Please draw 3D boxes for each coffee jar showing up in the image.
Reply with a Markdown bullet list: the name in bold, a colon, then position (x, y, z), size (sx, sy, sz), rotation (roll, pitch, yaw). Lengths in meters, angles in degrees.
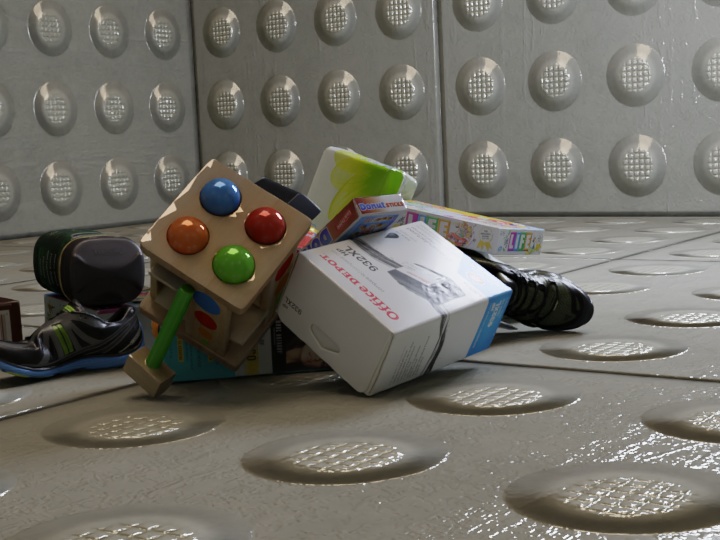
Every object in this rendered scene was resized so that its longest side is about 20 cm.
- **coffee jar**: position (-0.343, -0.005, 1.549), size (0.104, 0.086, 0.200), rotation (-3, 6, -26)

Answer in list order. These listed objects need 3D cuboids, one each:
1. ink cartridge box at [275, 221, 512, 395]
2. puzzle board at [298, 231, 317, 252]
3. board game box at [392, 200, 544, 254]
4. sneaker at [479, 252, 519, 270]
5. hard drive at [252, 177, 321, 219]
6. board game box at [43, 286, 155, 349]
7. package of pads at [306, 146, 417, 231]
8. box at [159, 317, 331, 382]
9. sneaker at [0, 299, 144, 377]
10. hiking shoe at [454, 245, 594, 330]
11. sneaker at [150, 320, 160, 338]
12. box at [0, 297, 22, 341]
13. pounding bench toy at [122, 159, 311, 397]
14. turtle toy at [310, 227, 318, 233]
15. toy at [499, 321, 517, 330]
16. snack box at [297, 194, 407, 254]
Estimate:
- **ink cartridge box**: position (0.037, 0.033, 1.276), size (0.145, 0.084, 0.200), rotation (40, 35, 28)
- **puzzle board**: position (-0.083, 0.011, 1.457), size (0.199, 0.151, 0.017), rotation (13, -35, -5)
- **board game box**: position (0.118, -0.057, 1.582), size (0.199, 0.034, 0.134), rotation (15, 9, 31)
- **sneaker**: position (0.189, 0.015, 1.631), size (0.087, 0.075, 0.200), rotation (11, -3, 32)
- **hard drive**: position (-0.160, -0.040, 1.552), size (0.200, 0.042, 0.135), rotation (-40, 33, -16)
- **board game box**: position (-0.309, 0.063, 1.590), size (0.147, 0.065, 0.200), rotation (-6, 6, -32)
- **package of pads**: position (-0.019, -0.062, 1.723), size (0.068, 0.201, 0.154), rotation (17, 7, -44)
- **box**: position (-0.117, 0.071, 1.341), size (0.199, 0.083, 0.049), rotation (-4, 8, -11)
- **sneaker**: position (-0.341, 0.075, 1.391), size (0.199, 0.083, 0.071), rotation (-7, 7, -34)
- **hiking shoe**: position (0.187, 0.033, 1.496), size (0.199, 0.076, 0.101), rotation (17, 14, 3)
- **sneaker**: position (-0.145, 0.069, 1.466), size (0.199, 0.079, 0.077), rotation (-9, 22, -25)
- **box**: position (-0.516, 0.070, 1.576), size (0.100, 0.075, 0.200), rotation (-8, 6, -37)
- **pounding bench toy**: position (-0.157, 0.018, 1.224), size (0.124, 0.200, 0.156), rotation (31, -29, 9)
- **turtle toy**: position (0.000, 0.000, 1.584), size (0.101, 0.146, 0.200), rotation (-18, -4, 34)
- **toy**: position (0.104, 0.057, 1.475), size (0.115, 0.047, 0.200), rotation (26, 9, 25)
- **snack box**: position (-0.033, -0.019, 1.351), size (0.072, 0.024, 0.200), rotation (-7, -25, -43)
